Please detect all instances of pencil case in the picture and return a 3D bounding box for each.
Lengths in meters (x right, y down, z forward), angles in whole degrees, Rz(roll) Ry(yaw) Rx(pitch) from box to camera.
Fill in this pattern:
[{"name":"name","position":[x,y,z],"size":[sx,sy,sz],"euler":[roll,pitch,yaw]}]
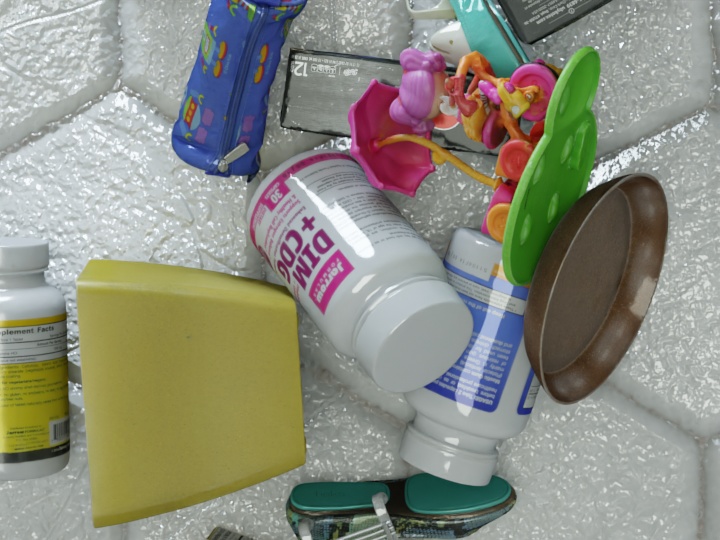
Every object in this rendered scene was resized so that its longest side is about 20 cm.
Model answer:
[{"name":"pencil case","position":[-0.101,-0.165,1.618],"size":[0.078,0.087,0.200],"euler":[6,128,-18]}]

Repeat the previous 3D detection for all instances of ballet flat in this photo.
[{"name":"ballet flat","position":[0.079,-0.211,1.610],"size":[0.070,0.067,0.200],"euler":[-27,64,4]},{"name":"ballet flat","position":[0.037,0.214,1.695],"size":[0.200,0.074,0.074],"euler":[-1,96,8]}]

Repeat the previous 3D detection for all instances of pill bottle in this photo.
[{"name":"pill bottle","position":[0.100,0.073,1.642],"size":[0.112,0.112,0.200],"euler":[19,98,4]},{"name":"pill bottle","position":[-0.309,0.074,1.687],"size":[0.112,0.112,0.200],"euler":[0,95,6]},{"name":"pill bottle","position":[0.000,0.000,1.598],"size":[0.113,0.113,0.200],"euler":[-47,52,9]}]

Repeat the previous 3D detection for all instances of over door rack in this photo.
[{"name":"over door rack","position":[-0.012,0.296,1.651],"size":[0.148,0.067,0.200],"euler":[-21,102,5]}]

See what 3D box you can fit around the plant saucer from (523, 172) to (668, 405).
[{"name":"plant saucer","position":[0.188,0.011,1.597],"size":[0.034,0.200,0.200],"euler":[22,99,31]}]

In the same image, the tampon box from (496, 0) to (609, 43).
[{"name":"tampon box","position":[0.166,-0.267,1.553],"size":[0.150,0.200,0.126],"euler":[-29,93,10]}]

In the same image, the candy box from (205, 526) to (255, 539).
[{"name":"candy box","position":[-0.055,0.314,1.712],"size":[0.200,0.055,0.116],"euler":[18,96,3]}]

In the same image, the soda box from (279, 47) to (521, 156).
[{"name":"soda box","position":[0.037,-0.141,1.650],"size":[0.200,0.063,0.071],"euler":[8,97,6]}]

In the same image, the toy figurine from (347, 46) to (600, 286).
[{"name":"toy figurine","position":[0.077,-0.111,1.542],"size":[0.184,0.150,0.200],"euler":[23,123,22]}]

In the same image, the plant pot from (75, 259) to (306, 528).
[{"name":"plant pot","position":[-0.138,0.093,1.638],"size":[0.176,0.200,0.200],"euler":[-3,96,-4]}]
